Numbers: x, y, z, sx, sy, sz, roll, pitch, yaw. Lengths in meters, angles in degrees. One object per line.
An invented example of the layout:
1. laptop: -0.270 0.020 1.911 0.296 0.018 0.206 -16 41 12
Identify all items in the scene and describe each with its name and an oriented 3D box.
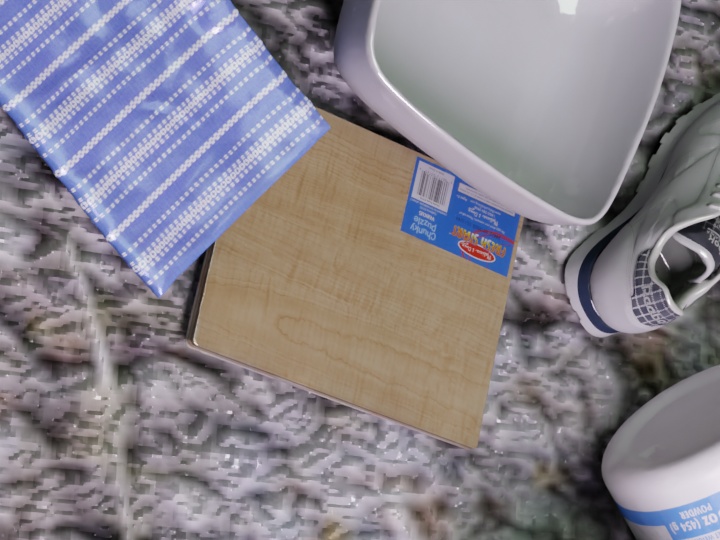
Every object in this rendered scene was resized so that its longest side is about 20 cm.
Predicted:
1. bowl: 0.075 -0.140 1.495 0.200 0.075 0.200 35 64 -28
2. towel: -0.118 -0.107 1.380 0.145 0.024 0.200 -45 107 -27
3. supplement tub: 0.240 0.165 1.558 0.132 0.132 0.200 -40 108 -31
4. sneaker: 0.207 -0.034 1.583 0.076 0.080 0.200 49 60 -20
5. puzzle board: 0.000 0.000 1.471 0.200 0.017 0.151 22 72 -33
